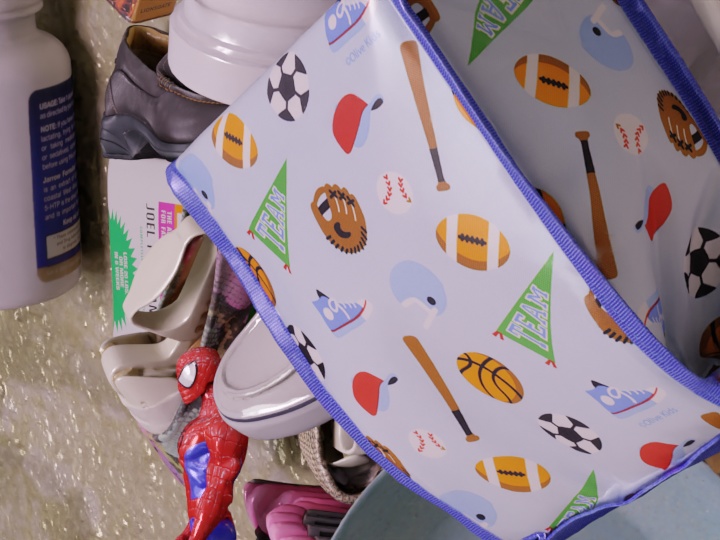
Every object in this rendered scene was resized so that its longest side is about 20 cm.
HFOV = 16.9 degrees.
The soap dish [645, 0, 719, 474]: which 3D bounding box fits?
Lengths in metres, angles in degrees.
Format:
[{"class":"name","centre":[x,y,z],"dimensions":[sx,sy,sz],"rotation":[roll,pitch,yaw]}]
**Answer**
[{"class":"soap dish","centre":[0.137,-0.046,0.926],"dimensions":[0.200,0.081,0.157],"rotation":[62,144,22]}]

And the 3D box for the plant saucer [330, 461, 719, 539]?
[{"class":"plant saucer","centre":[0.075,0.154,1.011],"dimensions":[0.039,0.201,0.201],"rotation":[-171,70,-85]}]

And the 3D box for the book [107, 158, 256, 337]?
[{"class":"book","centre":[-0.073,0.007,1.302],"dimensions":[0.200,0.048,0.134],"rotation":[9,103,57]}]

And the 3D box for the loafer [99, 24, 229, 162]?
[{"class":"loafer","centre":[-0.080,-0.093,1.251],"dimensions":[0.200,0.073,0.072],"rotation":[5,100,55]}]

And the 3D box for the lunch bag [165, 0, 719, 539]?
[{"class":"lunch bag","centre":[0.054,-0.007,0.873],"dimensions":[0.200,0.124,0.170],"rotation":[57,142,6]}]

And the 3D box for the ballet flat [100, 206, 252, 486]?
[{"class":"ballet flat","centre":[-0.090,0.027,1.223],"dimensions":[0.069,0.071,0.200],"rotation":[54,136,40]}]

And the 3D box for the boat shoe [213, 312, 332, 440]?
[{"class":"boat shoe","centre":[0.000,0.000,1.051],"dimensions":[0.200,0.066,0.072],"rotation":[-35,48,25]}]

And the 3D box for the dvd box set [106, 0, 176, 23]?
[{"class":"dvd box set","centre":[-0.106,-0.228,1.054],"dimensions":[0.146,0.029,0.200],"rotation":[46,133,21]}]

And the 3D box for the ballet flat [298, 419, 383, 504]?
[{"class":"ballet flat","centre":[0.009,0.018,1.139],"dimensions":[0.075,0.068,0.200],"rotation":[-111,27,-70]}]

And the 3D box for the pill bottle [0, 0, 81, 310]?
[{"class":"pill bottle","centre":[-0.228,-0.086,1.430],"dimensions":[0.120,0.120,0.200],"rotation":[22,118,52]}]

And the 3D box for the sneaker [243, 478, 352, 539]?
[{"class":"sneaker","centre":[-0.020,0.158,1.181],"dimensions":[0.200,0.079,0.096],"rotation":[-166,85,-83]}]

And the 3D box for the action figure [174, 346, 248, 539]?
[{"class":"action figure","centre":[-0.074,0.137,1.191],"dimensions":[0.065,0.052,0.200],"rotation":[179,91,-87]}]

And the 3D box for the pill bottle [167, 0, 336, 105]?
[{"class":"pill bottle","centre":[-0.032,-0.181,1.107],"dimensions":[0.116,0.116,0.200],"rotation":[40,131,43]}]
